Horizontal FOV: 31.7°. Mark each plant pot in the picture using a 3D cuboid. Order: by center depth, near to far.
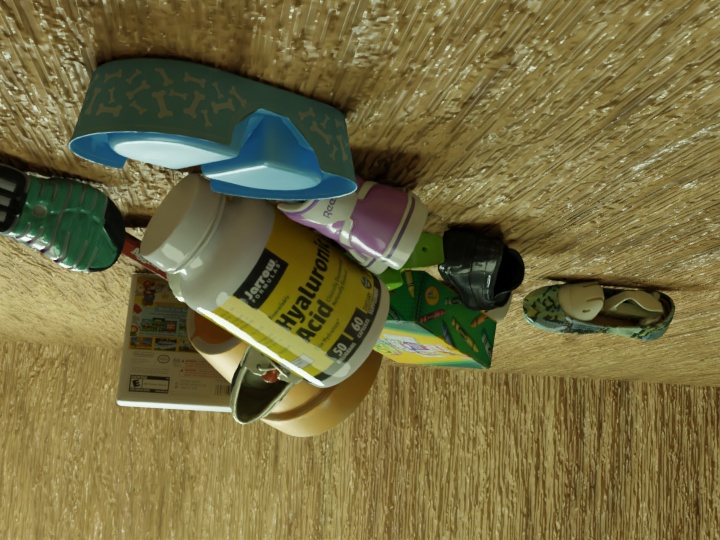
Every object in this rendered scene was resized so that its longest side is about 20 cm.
[{"bbox_3d":[-0.103,0.075,1.522,0.199,0.201,0.183,-3,154,39],"label":"plant pot"}]

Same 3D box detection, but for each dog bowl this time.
[{"bbox_3d":[-0.088,-0.087,0.801,0.111,0.050,0.199,-5,169,45],"label":"dog bowl"}]

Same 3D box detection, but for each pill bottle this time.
[{"bbox_3d":[-0.082,0.006,1.069,0.200,0.112,0.111,34,159,-24],"label":"pill bottle"}]

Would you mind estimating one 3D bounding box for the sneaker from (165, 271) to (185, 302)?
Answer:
[{"bbox_3d":[-0.094,-0.013,1.218,0.111,0.077,0.200,-13,177,20],"label":"sneaker"}]

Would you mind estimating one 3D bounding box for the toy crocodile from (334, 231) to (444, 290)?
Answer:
[{"bbox_3d":[0.000,0.000,1.230,0.062,0.068,0.200,-3,164,-40],"label":"toy crocodile"}]

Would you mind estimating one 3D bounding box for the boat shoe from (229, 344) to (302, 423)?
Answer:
[{"bbox_3d":[-0.083,0.087,1.244,0.071,0.063,0.200,26,144,-8],"label":"boat shoe"}]

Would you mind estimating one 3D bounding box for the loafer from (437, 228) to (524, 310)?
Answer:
[{"bbox_3d":[0.133,0.005,1.286,0.070,0.068,0.201,9,171,19],"label":"loafer"}]

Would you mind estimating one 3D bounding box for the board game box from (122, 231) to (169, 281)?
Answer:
[{"bbox_3d":[-0.164,0.019,1.314,0.200,0.020,0.103,32,177,-14],"label":"board game box"}]

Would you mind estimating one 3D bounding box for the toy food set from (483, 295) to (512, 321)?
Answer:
[{"bbox_3d":[0.081,0.047,1.690,0.199,0.061,0.143,-2,-178,41],"label":"toy food set"}]

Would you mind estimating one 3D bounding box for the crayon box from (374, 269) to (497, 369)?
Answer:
[{"bbox_3d":[0.053,0.052,1.356,0.118,0.059,0.200,2,164,30],"label":"crayon box"}]

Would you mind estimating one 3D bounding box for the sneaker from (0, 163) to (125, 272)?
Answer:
[{"bbox_3d":[-0.288,-0.056,1.093,0.087,0.075,0.200,18,173,32],"label":"sneaker"}]

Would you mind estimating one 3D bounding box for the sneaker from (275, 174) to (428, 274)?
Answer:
[{"bbox_3d":[-0.013,-0.052,1.016,0.114,0.073,0.200,23,176,-4],"label":"sneaker"}]

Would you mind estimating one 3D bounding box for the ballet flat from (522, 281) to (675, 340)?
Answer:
[{"bbox_3d":[0.295,0.041,1.545,0.199,0.075,0.074,4,172,-22],"label":"ballet flat"}]

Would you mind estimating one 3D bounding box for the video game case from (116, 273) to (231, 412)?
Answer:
[{"bbox_3d":[-0.210,0.095,1.664,0.199,0.183,0.023,4,154,-3],"label":"video game case"}]
